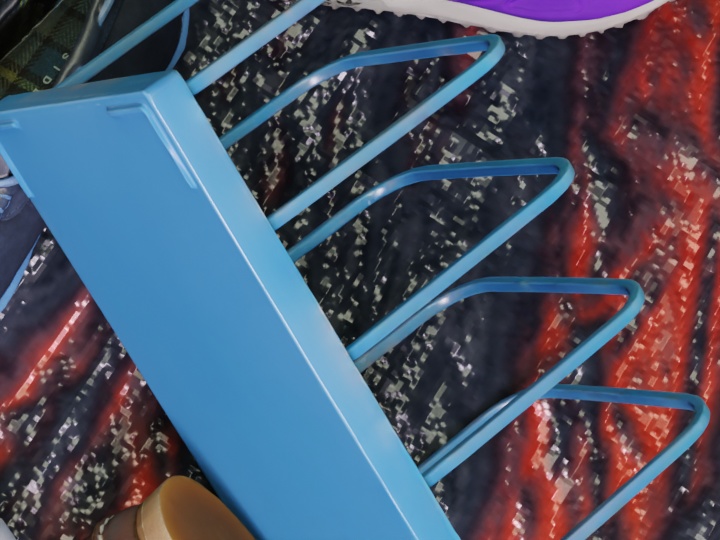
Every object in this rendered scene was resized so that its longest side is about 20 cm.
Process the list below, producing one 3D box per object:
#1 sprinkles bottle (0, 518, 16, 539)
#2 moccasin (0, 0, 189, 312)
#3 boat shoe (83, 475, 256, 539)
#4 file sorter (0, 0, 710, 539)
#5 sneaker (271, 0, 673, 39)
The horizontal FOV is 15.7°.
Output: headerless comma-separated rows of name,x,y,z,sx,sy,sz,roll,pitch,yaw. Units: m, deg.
sprinkles bottle,-0.181,0.040,0.816,0.068,0.068,0.200,-38,106,-18
moccasin,-0.138,-0.045,0.889,0.080,0.068,0.200,22,67,24
boat shoe,-0.026,0.163,0.855,0.070,0.070,0.200,-39,87,19
file sorter,0.000,0.000,0.835,0.123,0.139,0.201,-37,107,-22
sneaker,0.041,-0.133,0.938,0.199,0.100,0.070,0,75,-9
